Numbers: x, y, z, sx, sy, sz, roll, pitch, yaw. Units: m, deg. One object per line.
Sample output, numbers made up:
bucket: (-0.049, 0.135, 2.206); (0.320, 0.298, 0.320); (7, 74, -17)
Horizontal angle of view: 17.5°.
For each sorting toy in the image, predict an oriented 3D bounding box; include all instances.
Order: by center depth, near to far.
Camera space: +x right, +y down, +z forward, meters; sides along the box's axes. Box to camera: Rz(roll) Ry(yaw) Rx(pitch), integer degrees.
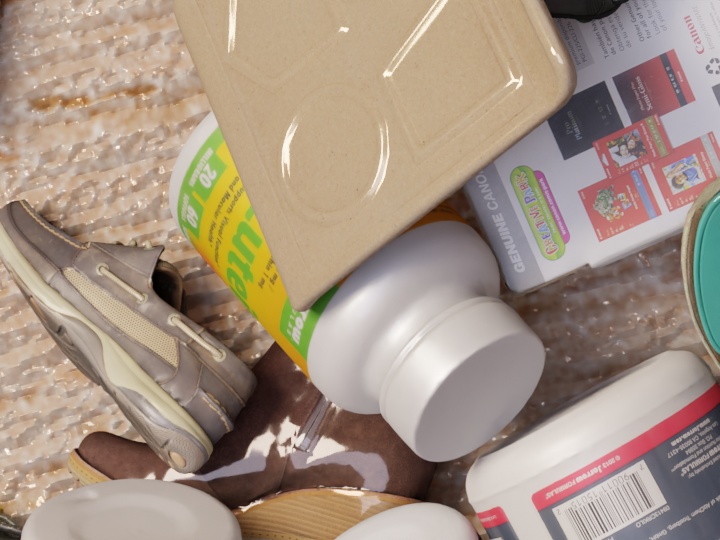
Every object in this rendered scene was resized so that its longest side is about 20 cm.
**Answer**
sorting toy: (0.004, -0.107, 1.104); (0.200, 0.036, 0.186); (-40, 61, 33)

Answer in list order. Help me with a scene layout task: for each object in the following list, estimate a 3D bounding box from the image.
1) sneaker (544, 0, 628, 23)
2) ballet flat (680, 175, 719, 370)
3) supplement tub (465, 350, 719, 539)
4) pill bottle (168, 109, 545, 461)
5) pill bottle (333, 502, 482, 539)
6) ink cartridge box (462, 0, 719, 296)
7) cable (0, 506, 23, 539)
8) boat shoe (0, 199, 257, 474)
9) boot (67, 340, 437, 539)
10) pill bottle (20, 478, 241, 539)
sneaker: (0.121, -0.168, 1.112); (0.199, 0.075, 0.080); (-22, 98, 25)
ballet flat: (0.203, 0.031, 1.164); (0.067, 0.062, 0.201); (-16, 115, 11)
supplement tub: (0.154, 0.155, 1.175); (0.140, 0.140, 0.201); (-29, 88, 15)
pill bottle: (0.000, 0.000, 1.179); (0.111, 0.111, 0.200); (-51, 57, 13)
pill bottle: (0.052, 0.226, 1.199); (0.111, 0.112, 0.201); (-26, 114, 15)
ink cartridge box: (0.122, -0.111, 1.188); (0.174, 0.084, 0.201); (-23, 89, 16)
cable: (-0.187, 0.146, 1.283); (0.198, 0.097, 0.051); (2, 101, 13)
boat shoe: (-0.125, 0.025, 1.258); (0.073, 0.075, 0.200); (-39, 60, -11)
boot: (-0.047, 0.071, 1.269); (0.198, 0.072, 0.168); (17, 86, 15)
pill bottle: (-0.118, 0.221, 1.210); (0.112, 0.113, 0.202); (6, 111, 13)
